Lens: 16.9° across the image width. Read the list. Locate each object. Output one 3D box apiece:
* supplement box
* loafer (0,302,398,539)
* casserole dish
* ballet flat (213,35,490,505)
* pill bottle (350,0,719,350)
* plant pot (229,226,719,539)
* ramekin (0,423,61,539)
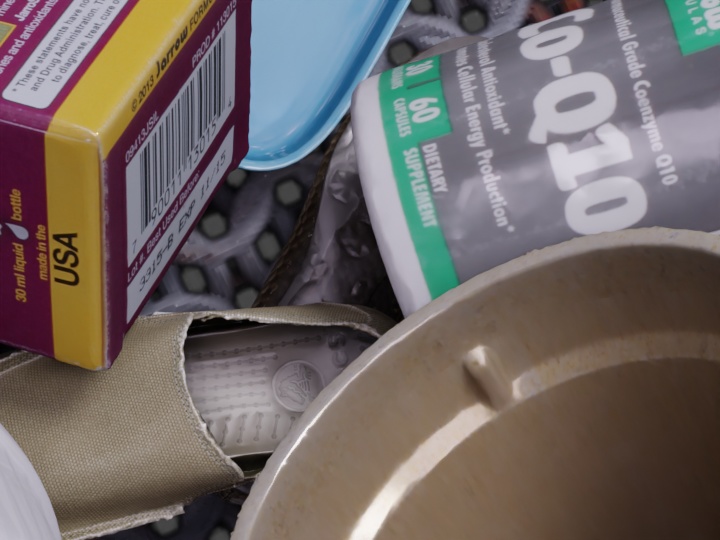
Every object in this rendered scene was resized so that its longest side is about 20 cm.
[{"bbox_3d":[-0.150,-0.065,0.812,0.199,0.103,0.131,16,43,13],"label":"supplement box"},{"bbox_3d":[-0.071,0.047,0.818,0.199,0.067,0.076,-17,80,-14],"label":"loafer"},{"bbox_3d":[-0.034,-0.126,0.914,0.121,0.039,0.201,28,81,2],"label":"casserole dish"},{"bbox_3d":[0.000,0.000,0.898,0.067,0.046,0.200,30,75,-2],"label":"ballet flat"},{"bbox_3d":[0.106,-0.039,0.813,0.199,0.113,0.114,-17,82,8],"label":"pill bottle"},{"bbox_3d":[0.087,0.123,0.737,0.200,0.200,0.184,-42,123,-9],"label":"plant pot"},{"bbox_3d":[-0.168,0.130,0.717,0.202,0.094,0.203,-13,120,-24],"label":"ramekin"}]
